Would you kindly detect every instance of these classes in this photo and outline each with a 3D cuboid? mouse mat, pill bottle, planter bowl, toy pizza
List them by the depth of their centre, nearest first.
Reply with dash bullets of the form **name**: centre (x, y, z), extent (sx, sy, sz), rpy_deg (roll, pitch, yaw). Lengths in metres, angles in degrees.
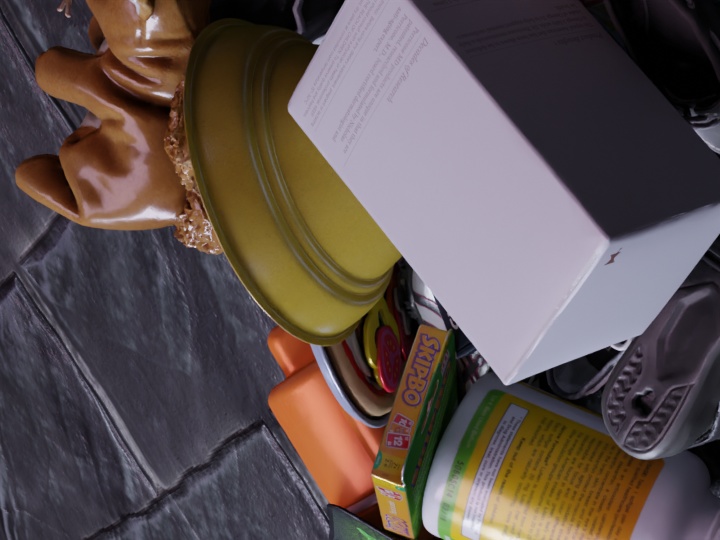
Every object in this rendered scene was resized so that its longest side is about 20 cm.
- **planter bowl**: centre (-0.012, -0.063, 1.247), extent (0.083, 0.200, 0.201), rpy_deg (-18, 103, 25)
- **pill bottle**: centre (0.149, 0.149, 1.344), extent (0.199, 0.111, 0.111), rpy_deg (22, 136, 18)
- **toy pizza**: centre (0.000, 0.000, 1.383), extent (0.032, 0.200, 0.201), rpy_deg (-13, 110, 16)
- **mouse mat**: centre (0.047, 0.213, 1.480), extent (0.161, 0.008, 0.200), rpy_deg (30, 166, 8)

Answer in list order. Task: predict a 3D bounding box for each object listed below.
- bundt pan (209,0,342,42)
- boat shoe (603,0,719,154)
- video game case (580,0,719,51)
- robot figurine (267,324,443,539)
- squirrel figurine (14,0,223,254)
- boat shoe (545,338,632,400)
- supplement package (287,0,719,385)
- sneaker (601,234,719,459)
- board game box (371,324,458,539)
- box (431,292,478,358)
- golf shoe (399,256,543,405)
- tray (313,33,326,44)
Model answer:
- **bundt pan**: centre (-0.078, -0.226, 1.406), extent (0.202, 0.076, 0.202), rpy_deg (35, 141, 34)
- **boat shoe**: centre (0.161, -0.118, 1.125), extent (0.067, 0.057, 0.200), rpy_deg (8, 144, 37)
- **video game case**: centre (0.117, -0.180, 1.148), extent (0.200, 0.017, 0.143), rpy_deg (44, 149, -22)
- **robot figurine**: centre (0.013, 0.112, 1.530), extent (0.200, 0.116, 0.144), rpy_deg (58, 143, 3)
- **squirrel figurine**: centre (-0.112, -0.115, 1.373), extent (0.200, 0.141, 0.187), rpy_deg (35, 130, 28)
- **boat shoe**: centre (0.156, 0.010, 1.286), extent (0.074, 0.068, 0.200), rpy_deg (49, 147, 15)
- **supplement package**: centre (0.078, -0.062, 1.122), extent (0.200, 0.117, 0.117), rpy_deg (52, 133, 22)
- **sneaker**: centre (0.223, 0.019, 1.209), extent (0.076, 0.114, 0.200), rpy_deg (44, 118, 31)
- **board game box**: centre (0.035, 0.101, 1.325), extent (0.030, 0.096, 0.200), rpy_deg (17, 164, 6)
- **box**: centre (0.073, -0.068, 1.275), extent (0.159, 0.046, 0.201), rpy_deg (-38, 70, 58)
- **golf shoe**: centre (0.083, 0.031, 1.419), extent (0.088, 0.077, 0.201), rpy_deg (11, 132, 32)
- **tray**: centre (0.020, -0.115, 1.415), extent (0.200, 0.022, 0.108), rpy_deg (-15, 103, 57)
